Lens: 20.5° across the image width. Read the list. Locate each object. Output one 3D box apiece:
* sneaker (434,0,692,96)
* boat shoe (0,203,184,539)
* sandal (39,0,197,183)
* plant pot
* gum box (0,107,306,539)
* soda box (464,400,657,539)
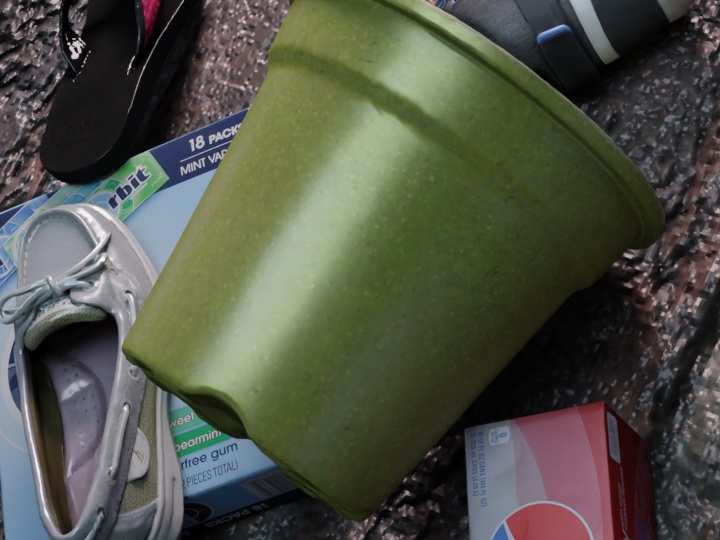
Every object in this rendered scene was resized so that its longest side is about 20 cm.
[{"bbox_3d":[0.066,-0.170,0.995,0.112,0.073,0.200,-38,56,6],"label":"sneaker"},{"bbox_3d":[-0.133,0.049,0.949,0.074,0.065,0.203,-21,59,18],"label":"boat shoe"},{"bbox_3d":[-0.134,-0.135,1.084,0.075,0.045,0.200,-13,45,27],"label":"sandal"},{"bbox_3d":[0.000,0.000,0.866,0.200,0.200,0.184,29,80,35],"label":"plant pot"},{"bbox_3d":[-0.106,0.037,1.008,0.169,0.045,0.201,-21,58,19],"label":"gum box"},{"bbox_3d":[0.088,0.161,0.832,0.070,0.063,0.201,-14,61,22],"label":"soda box"}]
